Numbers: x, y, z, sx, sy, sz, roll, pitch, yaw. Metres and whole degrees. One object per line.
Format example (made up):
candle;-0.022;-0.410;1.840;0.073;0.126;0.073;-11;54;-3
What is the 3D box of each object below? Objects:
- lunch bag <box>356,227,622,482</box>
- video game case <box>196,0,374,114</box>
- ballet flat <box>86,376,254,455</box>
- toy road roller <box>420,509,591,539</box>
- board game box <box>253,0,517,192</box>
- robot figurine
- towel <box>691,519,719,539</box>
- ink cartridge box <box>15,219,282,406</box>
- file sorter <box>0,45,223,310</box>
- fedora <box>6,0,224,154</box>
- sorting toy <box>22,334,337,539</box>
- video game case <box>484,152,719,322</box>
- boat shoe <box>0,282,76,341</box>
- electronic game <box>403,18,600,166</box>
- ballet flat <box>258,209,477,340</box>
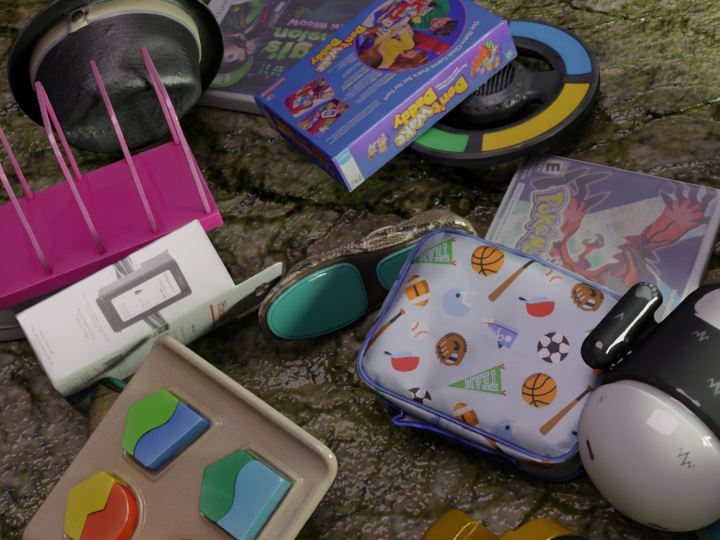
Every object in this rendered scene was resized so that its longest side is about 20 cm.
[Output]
lunch bag;0.101;0.065;1.027;0.200;0.076;0.160;22;77;23
video game case;-0.075;-0.226;1.340;0.200;0.023;0.182;11;56;20
ballet flat;-0.129;0.141;1.043;0.200;0.071;0.071;17;58;23
toy road roller;0.078;0.247;0.880;0.200;0.123;0.146;-40;41;-20
board game box;0.021;-0.175;1.217;0.200;0.045;0.134;-40;48;-10
robot figurine;0.240;0.090;0.936;0.200;0.125;0.150;-41;44;-21
towel;0.310;0.125;0.985;0.200;0.022;0.147;-25;51;-9
ink cartridge box;-0.166;0.027;1.091;0.200;0.116;0.068;-28;81;-11
file sorter;-0.239;-0.085;1.114;0.200;0.125;0.139;-22;37;-7
fedora;-0.215;-0.167;1.223;0.200;0.201;0.092;-17;53;-2
sorting toy;-0.138;0.170;0.981;0.185;0.036;0.200;32;87;27
video game case;0.188;-0.006;1.111;0.182;0.023;0.200;14;56;21
boat shoe;-0.249;0.004;1.166;0.200;0.069;0.072;-8;51;6
electronic game;0.117;-0.164;1.225;0.200;0.042;0.200;-10;44;10
ballet flat;0.000;0.000;1.129;0.200;0.068;0.075;-23;29;-13
